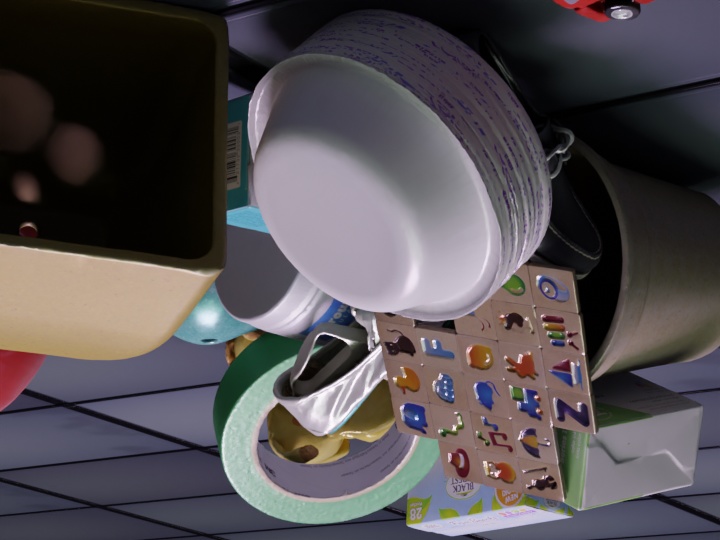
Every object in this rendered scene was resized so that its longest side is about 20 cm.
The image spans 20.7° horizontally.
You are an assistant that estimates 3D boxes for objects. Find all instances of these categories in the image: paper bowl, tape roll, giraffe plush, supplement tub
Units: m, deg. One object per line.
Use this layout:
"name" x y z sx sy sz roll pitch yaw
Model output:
"paper bowl" 0.013 -0.055 1.243 0.200 0.104 0.201 28 140 27
"tape roll" -0.025 0.127 1.683 0.199 0.048 0.201 -8 128 -10
"giraffe plush" -0.052 0.096 1.834 0.199 0.163 0.173 -22 171 -27
"supplement tub" 0.000 0.000 1.542 0.199 0.133 0.132 15 159 -37

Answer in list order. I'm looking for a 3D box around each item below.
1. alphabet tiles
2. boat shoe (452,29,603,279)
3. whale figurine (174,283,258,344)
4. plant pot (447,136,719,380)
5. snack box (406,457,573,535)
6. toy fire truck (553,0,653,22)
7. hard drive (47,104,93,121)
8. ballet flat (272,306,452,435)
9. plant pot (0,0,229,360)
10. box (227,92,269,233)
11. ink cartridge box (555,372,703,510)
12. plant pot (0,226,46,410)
"alphabet tiles" 0.087 0.073 1.377 0.167 0.008 0.201 9 126 31
"boat shoe" 0.108 -0.075 1.294 0.063 0.073 0.200 -28 115 31
"whale figurine" -0.088 0.014 1.641 0.199 0.104 0.159 8 161 -17
"plant pot" 0.182 0.001 1.461 0.183 0.201 0.200 4 166 -42
"snack box" 0.123 0.138 1.840 0.067 0.201 0.168 16 158 -36
"toy fire truck" 0.146 -0.196 1.037 0.141 0.049 0.200 16 159 -35
"hard drive" -0.235 -0.098 1.414 0.134 0.043 0.200 4 162 -2
"ballet flat" 0.004 0.049 1.452 0.069 0.070 0.200 17 130 -38
"plant pot" -0.200 -0.043 1.261 0.195 0.195 0.200 7 148 -14
"box" -0.022 -0.062 1.399 0.049 0.083 0.200 -11 163 43
"ink cartridge box" 0.149 0.109 1.497 0.117 0.068 0.200 -8 -161 -33
"plant pot" -0.355 0.004 1.516 0.200 0.201 0.182 -7 152 28
